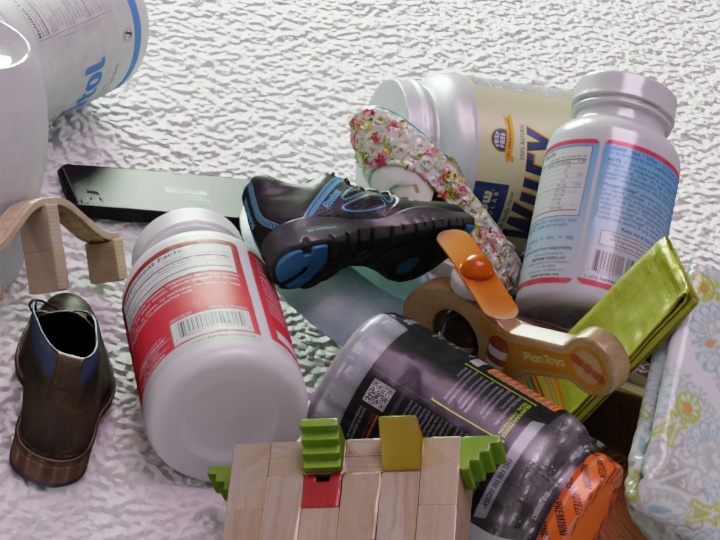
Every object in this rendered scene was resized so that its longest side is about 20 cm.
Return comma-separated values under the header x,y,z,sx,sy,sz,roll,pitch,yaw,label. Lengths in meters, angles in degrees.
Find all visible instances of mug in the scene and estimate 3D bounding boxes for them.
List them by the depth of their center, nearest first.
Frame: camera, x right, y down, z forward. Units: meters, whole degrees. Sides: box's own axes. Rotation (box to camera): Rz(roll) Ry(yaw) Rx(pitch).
x,y,z,sx,sy,sz,roll,pitch,yaw,label
-0.304,-0.105,1.670,0.147,0.176,0.200,5,33,-22,mug

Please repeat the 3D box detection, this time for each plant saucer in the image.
x,y,z,sx,sy,sz,roll,pitch,yaw,label
0.000,0.000,1.742,0.200,0.039,0.201,33,23,-16,plant saucer

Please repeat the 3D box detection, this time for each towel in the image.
x,y,z,sx,sy,sz,roll,pitch,yaw,label
0.274,0.110,1.618,0.170,0.048,0.201,27,60,-19,towel
0.159,0.065,1.644,0.018,0.200,0.086,32,22,-28,towel

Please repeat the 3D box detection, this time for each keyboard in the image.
x,y,z,sx,sy,sz,roll,pitch,yaw,label
-0.134,-0.044,1.821,0.199,0.021,0.127,4,28,-22,keyboard

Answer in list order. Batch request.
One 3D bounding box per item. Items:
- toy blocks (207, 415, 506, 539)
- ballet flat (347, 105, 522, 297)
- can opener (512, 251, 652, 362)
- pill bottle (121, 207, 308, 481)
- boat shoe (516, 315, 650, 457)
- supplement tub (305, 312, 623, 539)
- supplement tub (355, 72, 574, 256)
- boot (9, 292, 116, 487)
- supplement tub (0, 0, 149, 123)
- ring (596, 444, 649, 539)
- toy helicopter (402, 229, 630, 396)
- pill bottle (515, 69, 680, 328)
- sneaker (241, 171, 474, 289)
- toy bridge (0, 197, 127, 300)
x,y,z,sx,sy,sz,roll,pitch,yaw,label
-0.010,0.178,1.446,0.198,0.100,0.137,-3,53,12,toy blocks
0.058,-0.041,1.782,0.200,0.075,0.064,47,45,-21,ballet flat
0.192,0.054,1.830,0.200,0.053,0.067,35,66,25,can opener
-0.107,0.045,1.601,0.111,0.113,0.200,7,32,-18,pill bottle
0.177,0.080,1.719,0.199,0.073,0.072,24,36,34,boat shoe
0.070,0.125,1.562,0.199,0.123,0.122,31,32,20,supplement tub
0.109,-0.085,1.896,0.199,0.146,0.145,6,33,-20,supplement tub
-0.195,0.050,1.559,0.074,0.097,0.200,11,31,-11,boot
-0.273,-0.181,1.855,0.131,0.133,0.200,29,33,17,supplement tub
0.251,0.188,1.662,0.199,0.019,0.201,14,31,-9,ring
0.107,0.045,1.619,0.199,0.133,0.079,8,26,45,toy helicopter
0.189,-0.048,1.782,0.108,0.109,0.201,16,71,-5,pill bottle
0.002,-0.040,1.669,0.199,0.073,0.082,-2,51,-44,sneaker
-0.226,-0.017,1.624,0.027,0.068,0.200,-7,1,23,toy bridge
